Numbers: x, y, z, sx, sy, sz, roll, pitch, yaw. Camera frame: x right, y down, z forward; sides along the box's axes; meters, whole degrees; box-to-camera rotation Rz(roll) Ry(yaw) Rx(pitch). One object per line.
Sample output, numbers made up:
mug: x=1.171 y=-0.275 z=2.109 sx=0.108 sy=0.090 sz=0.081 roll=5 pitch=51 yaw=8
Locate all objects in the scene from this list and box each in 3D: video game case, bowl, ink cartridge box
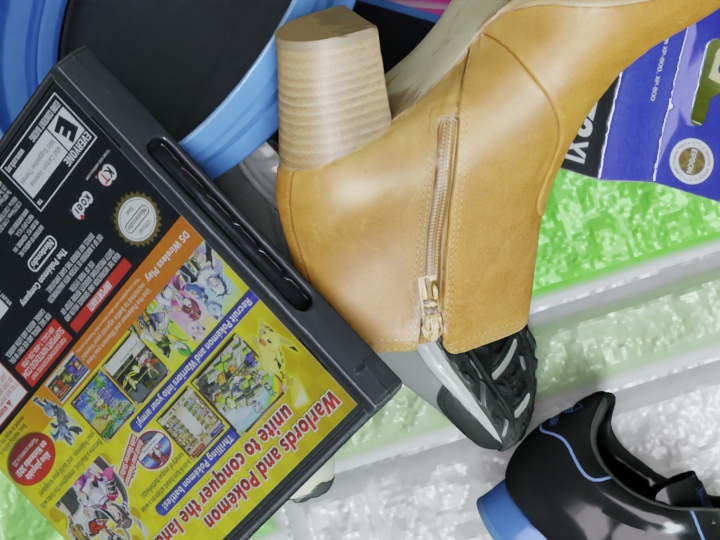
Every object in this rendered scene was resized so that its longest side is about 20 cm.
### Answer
video game case: x=-0.098 y=0.034 z=1.038 sx=0.181 sy=0.025 sz=0.200 roll=47 pitch=134 yaw=3
bowl: x=-0.077 y=-0.123 z=1.061 sx=0.200 sy=0.039 sz=0.202 roll=-21 pitch=57 yaw=35
ink cartridge box: x=0.066 y=-0.099 z=1.068 sx=0.199 sy=0.037 sz=0.095 roll=17 pitch=105 yaw=19

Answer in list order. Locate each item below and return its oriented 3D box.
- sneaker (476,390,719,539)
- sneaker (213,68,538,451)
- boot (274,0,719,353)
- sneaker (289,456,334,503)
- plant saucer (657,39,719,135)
sneaker: x=0.142 y=0.139 z=1.071 sx=0.200 sy=0.070 sz=0.078 roll=44 pitch=105 yaw=6
sneaker: x=0.000 y=0.000 z=1.092 sx=0.200 sy=0.074 sz=0.079 roll=47 pitch=127 yaw=-6
boot: x=0.062 y=-0.047 z=1.011 sx=0.200 sy=0.071 sz=0.145 roll=-15 pitch=116 yaw=-12
sneaker: x=-0.082 y=0.017 z=1.106 sx=0.199 sy=0.070 sz=0.094 roll=36 pitch=105 yaw=10
plant saucer: x=0.179 y=-0.154 z=1.068 sx=0.198 sy=0.031 sz=0.202 roll=1 pitch=93 yaw=10
